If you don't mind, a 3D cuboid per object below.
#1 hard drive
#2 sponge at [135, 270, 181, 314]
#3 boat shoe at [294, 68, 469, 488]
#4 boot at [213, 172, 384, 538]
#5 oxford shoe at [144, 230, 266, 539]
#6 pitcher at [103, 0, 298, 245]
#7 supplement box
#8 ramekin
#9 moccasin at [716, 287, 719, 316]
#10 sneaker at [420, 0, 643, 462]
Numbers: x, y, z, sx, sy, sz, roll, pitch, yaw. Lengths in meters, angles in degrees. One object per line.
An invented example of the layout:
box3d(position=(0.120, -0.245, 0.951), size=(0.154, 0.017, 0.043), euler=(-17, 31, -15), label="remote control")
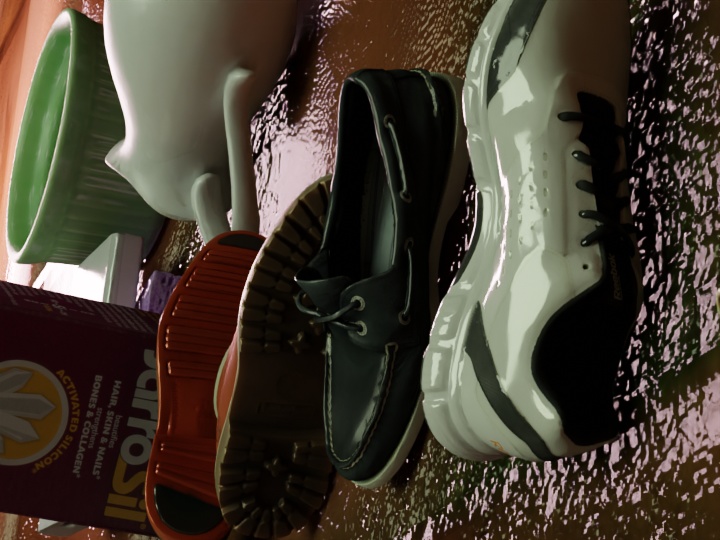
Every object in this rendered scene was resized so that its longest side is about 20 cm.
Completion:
box3d(position=(-0.196, 0.085, 1.394), size=(0.132, 0.026, 0.201), euler=(148, 130, -65), label="hard drive")
box3d(position=(-0.172, 0.096, 1.405), size=(0.200, 0.030, 0.112), euler=(128, 148, -53), label="sponge")
box3d(position=(0.001, 0.000, 0.905), size=(0.074, 0.066, 0.201), euler=(16, 93, 56), label="boat shoe")
box3d(position=(-0.038, 0.027, 1.010), size=(0.107, 0.075, 0.201), euler=(-106, 32, -62), label="boot")
box3d(position=(-0.088, 0.073, 1.130), size=(0.073, 0.071, 0.201), euler=(100, -177, -65), label="oxford shoe")
box3d(position=(-0.095, -0.119, 1.213), size=(0.172, 0.121, 0.201), euler=(51, 140, 40), label="pitcher")
box3d(position=(-0.194, 0.084, 1.215), size=(0.103, 0.199, 0.132), euler=(-152, 75, -69), label="supplement box")
box3d(position=(-0.205, -0.095, 1.503), size=(0.200, 0.097, 0.201), euler=(-168, 90, -71), label="ramekin")
box3d(position=(0.135, 0.000, 0.526), size=(0.074, 0.077, 0.203), euler=(-160, 82, -70), label="moccasin")
box3d(position=(0.081, -0.023, 0.729), size=(0.080, 0.073, 0.201), euler=(7, 90, 56), label="sneaker")
